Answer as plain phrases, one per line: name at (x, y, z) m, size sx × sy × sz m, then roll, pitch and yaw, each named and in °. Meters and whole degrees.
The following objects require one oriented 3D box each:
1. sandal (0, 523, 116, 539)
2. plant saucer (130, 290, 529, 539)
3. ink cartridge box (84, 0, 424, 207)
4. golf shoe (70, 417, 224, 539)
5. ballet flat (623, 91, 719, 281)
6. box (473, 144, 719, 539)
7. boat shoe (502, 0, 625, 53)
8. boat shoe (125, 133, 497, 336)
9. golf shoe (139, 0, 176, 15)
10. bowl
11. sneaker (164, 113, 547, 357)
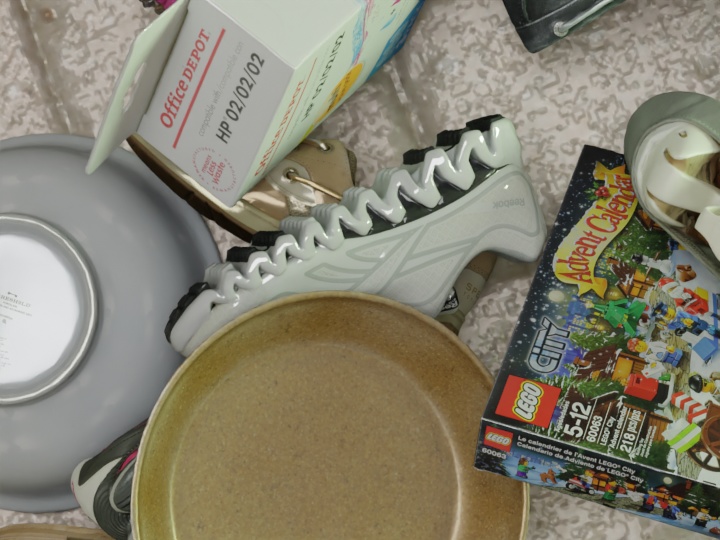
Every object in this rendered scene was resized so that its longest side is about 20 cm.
sandal at (-0.088, 0.142, 1.505) m, size 0.211 × 0.078 × 0.070 m, roll 6°, pitch 47°, yaw 22°
plant saucer at (-0.017, 0.110, 1.419) m, size 0.199 × 0.035 × 0.201 m, roll 0°, pitch 89°, yaw -18°
ink cartridge box at (-0.040, -0.112, 1.448) m, size 0.068 × 0.115 × 0.200 m, roll 38°, pitch 51°, yaw 9°
golf shoe at (-0.053, 0.077, 1.486) m, size 0.199 × 0.088 × 0.078 m, roll -21°, pitch 109°, yaw -29°
ballet flat at (0.173, -0.032, 1.405) m, size 0.200 × 0.063 × 0.068 m, roll 46°, pitch 117°, yaw 44°
box at (0.147, 0.032, 1.437) m, size 0.136 × 0.038 × 0.200 m, roll 16°, pitch 47°, yaw 8°
boat shoe at (0.164, -0.170, 1.495) m, size 0.199 × 0.074 × 0.068 m, roll -26°, pitch 96°, yaw -9°
boat shoe at (-0.026, -0.035, 1.515) m, size 0.199 × 0.071 × 0.065 m, roll 30°, pitch 84°, yaw -1°
golf shoe at (-0.097, -0.229, 1.548) m, size 0.092 × 0.073 × 0.201 m, roll -13°, pitch 75°, yaw -27°
bowl at (-0.172, 0.023, 1.515) m, size 0.200 × 0.090 × 0.202 m, roll -1°, pitch 84°, yaw 8°
sneaker at (0.000, 0.000, 1.447) m, size 0.199 × 0.075 × 0.081 m, roll -27°, pitch 98°, yaw -5°
